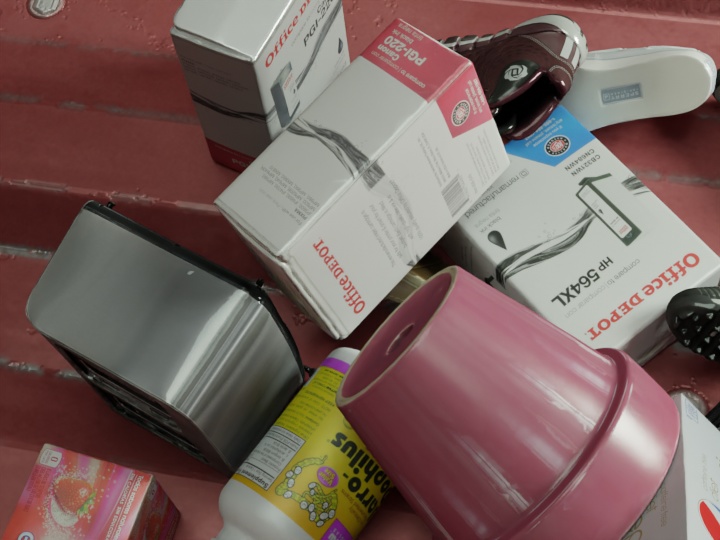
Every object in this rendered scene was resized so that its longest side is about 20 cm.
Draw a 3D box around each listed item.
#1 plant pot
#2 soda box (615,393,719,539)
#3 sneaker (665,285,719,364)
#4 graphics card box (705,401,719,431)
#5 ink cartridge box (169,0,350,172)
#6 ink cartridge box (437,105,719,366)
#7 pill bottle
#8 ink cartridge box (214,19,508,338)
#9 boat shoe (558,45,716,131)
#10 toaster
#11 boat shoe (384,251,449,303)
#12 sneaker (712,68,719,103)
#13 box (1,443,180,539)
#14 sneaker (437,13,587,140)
[{"bbox_3d":[0.088,0.103,0.858,0.179,0.200,0.200,42,72,-9],"label":"plant pot"},{"bbox_3d":[0.205,0.167,0.800,0.064,0.200,0.068,44,116,-8],"label":"soda box"},{"bbox_3d":[0.322,0.027,0.979,0.199,0.067,0.091,6,49,-19],"label":"sneaker"},{"bbox_3d":[0.309,0.134,0.877,0.125,0.200,0.051,-42,103,-14],"label":"graphics card box"},{"bbox_3d":[-0.080,-0.190,1.075,0.084,0.200,0.146,22,68,16],"label":"ink cartridge box"},{"bbox_3d":[0.178,-0.015,1.024,0.146,0.084,0.200,-36,64,-12],"label":"ink cartridge box"},{"bbox_3d":[-0.037,0.164,0.946,0.104,0.104,0.200,32,71,20],"label":"pill bottle"},{"bbox_3d":[0.006,-0.065,0.940,0.085,0.146,0.200,37,79,31],"label":"ink cartridge box"},{"bbox_3d":[0.217,-0.168,1.105,0.199,0.068,0.072,-10,104,26],"label":"boat shoe"},{"bbox_3d":[-0.141,0.060,0.971,0.199,0.181,0.119,26,72,19],"label":"toaster"},{"bbox_3d":[0.000,0.000,1.053,0.199,0.072,0.065,25,108,17],"label":"boat shoe"},{"bbox_3d":[0.371,-0.104,1.056,0.079,0.074,0.200,-39,66,-8],"label":"sneaker"},{"bbox_3d":[-0.221,0.248,0.927,0.094,0.103,0.201,14,64,12],"label":"box"},{"bbox_3d":[0.093,-0.148,1.057,0.199,0.076,0.116,-18,34,31],"label":"sneaker"}]
